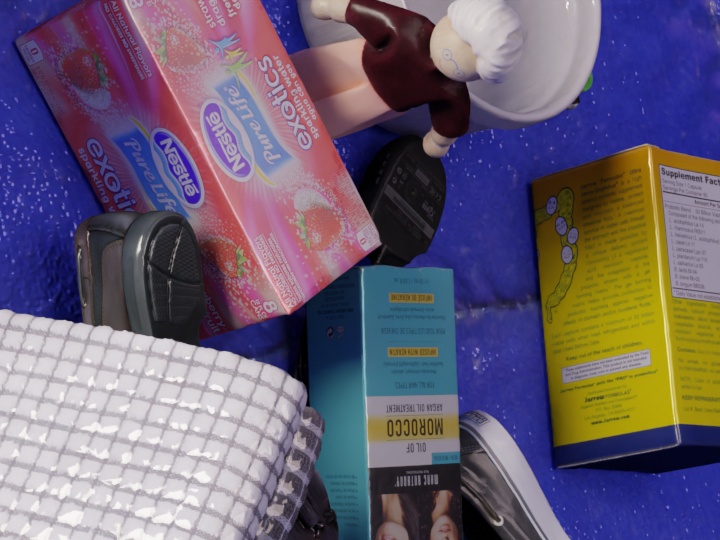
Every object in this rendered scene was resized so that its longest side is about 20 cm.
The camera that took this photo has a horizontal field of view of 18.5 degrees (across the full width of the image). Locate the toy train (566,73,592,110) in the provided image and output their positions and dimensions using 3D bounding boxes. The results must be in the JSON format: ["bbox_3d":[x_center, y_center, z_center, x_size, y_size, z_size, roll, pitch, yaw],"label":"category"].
[{"bbox_3d":[0.110,-0.206,1.517,0.056,0.042,0.201,-13,87,-35],"label":"toy train"}]

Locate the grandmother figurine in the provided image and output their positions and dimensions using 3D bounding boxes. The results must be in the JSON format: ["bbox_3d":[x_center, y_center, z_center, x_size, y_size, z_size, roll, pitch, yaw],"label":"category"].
[{"bbox_3d":[0.018,-0.112,1.280,0.121,0.200,0.061,41,53,-28],"label":"grandmother figurine"}]

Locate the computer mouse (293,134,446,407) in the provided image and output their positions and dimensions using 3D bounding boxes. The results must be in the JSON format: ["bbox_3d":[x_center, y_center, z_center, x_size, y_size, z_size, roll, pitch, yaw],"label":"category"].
[{"bbox_3d":[0.000,0.000,1.357,0.059,0.034,0.200,47,56,-33],"label":"computer mouse"}]

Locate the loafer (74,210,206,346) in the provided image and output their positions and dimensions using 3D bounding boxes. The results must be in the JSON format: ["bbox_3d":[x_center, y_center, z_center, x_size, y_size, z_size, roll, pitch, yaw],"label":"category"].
[{"bbox_3d":[-0.119,0.065,1.195,0.072,0.063,0.201,-16,108,-56],"label":"loafer"}]

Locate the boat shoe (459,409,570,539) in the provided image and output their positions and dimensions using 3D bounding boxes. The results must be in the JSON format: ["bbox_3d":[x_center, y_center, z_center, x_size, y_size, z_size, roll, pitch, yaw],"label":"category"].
[{"bbox_3d":[0.099,0.182,1.378,0.057,0.069,0.200,-36,103,-24],"label":"boat shoe"}]

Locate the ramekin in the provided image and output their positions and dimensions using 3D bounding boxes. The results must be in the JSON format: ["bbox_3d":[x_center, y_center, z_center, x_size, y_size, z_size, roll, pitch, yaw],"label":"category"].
[{"bbox_3d":[0.050,-0.179,1.401,0.200,0.105,0.201,15,68,-42],"label":"ramekin"}]

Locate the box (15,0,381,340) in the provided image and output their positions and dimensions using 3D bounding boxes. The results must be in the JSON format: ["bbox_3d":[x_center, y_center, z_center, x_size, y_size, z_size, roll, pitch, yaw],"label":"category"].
[{"bbox_3d":[-0.089,-0.072,1.235,0.095,0.102,0.200,-38,106,-44],"label":"box"}]

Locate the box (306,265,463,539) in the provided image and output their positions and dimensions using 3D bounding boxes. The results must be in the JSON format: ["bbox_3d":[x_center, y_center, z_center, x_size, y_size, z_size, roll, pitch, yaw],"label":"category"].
[{"bbox_3d":[0.015,0.099,1.305,0.082,0.049,0.201,1,85,-44],"label":"box"}]

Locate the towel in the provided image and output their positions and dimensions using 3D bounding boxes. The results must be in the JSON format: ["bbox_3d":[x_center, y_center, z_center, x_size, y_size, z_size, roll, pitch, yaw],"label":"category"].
[{"bbox_3d":[-0.132,0.119,1.080,0.086,0.199,0.166,63,41,-52],"label":"towel"}]

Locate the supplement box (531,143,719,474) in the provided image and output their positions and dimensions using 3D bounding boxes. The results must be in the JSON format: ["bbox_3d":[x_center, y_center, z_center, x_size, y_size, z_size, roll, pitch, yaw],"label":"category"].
[{"bbox_3d":[0.195,0.029,1.479,0.109,0.109,0.201,8,73,-43],"label":"supplement box"}]

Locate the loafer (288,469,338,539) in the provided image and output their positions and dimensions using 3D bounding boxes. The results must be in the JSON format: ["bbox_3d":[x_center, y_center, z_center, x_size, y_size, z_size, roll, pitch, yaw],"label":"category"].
[{"bbox_3d":[-0.026,0.164,1.206,0.072,0.063,0.201,-52,138,-47],"label":"loafer"}]
